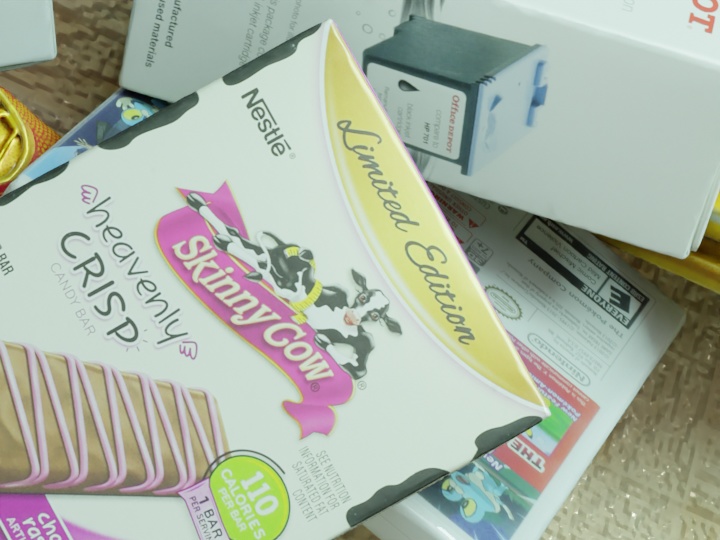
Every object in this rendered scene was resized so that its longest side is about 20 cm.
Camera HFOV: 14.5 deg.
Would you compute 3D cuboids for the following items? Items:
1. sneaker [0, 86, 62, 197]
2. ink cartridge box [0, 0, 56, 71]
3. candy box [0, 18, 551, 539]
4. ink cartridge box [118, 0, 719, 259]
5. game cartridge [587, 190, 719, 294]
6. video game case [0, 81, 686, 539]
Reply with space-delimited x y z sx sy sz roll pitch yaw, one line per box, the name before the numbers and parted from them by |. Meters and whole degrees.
sneaker | -0.153 -0.051 0.913 0.200 0.077 0.073 31 62 -17
ink cartridge box | -0.123 -0.167 0.858 0.037 0.200 0.095 -10 42 -14
candy box | -0.062 0.033 0.838 0.200 0.061 0.136 -30 87 -3
ink cartridge box | 0.036 -0.102 0.956 0.200 0.086 0.146 16 39 2
game cartridge | 0.192 -0.009 1.022 0.200 0.176 0.032 6 101 -26
video game case | 0.000 0.000 0.946 0.200 0.023 0.182 40 38 2
